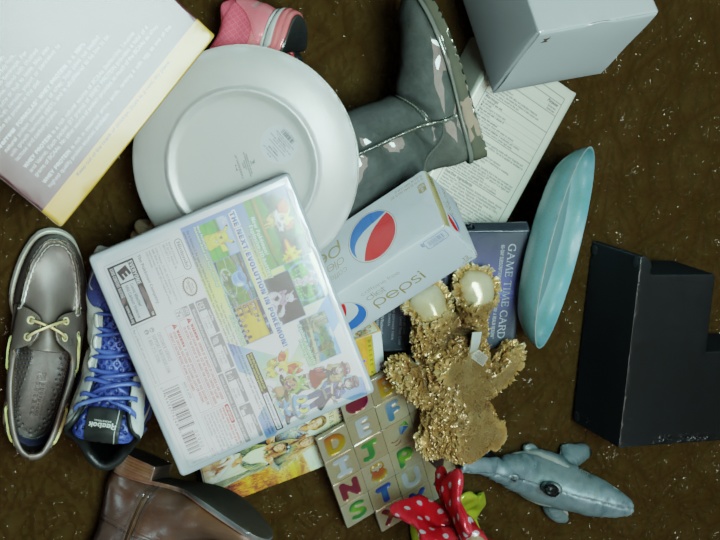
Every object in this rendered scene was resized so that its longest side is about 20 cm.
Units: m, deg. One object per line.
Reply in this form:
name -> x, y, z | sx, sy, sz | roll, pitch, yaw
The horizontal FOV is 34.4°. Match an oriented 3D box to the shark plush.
shark plush -> 0.195, 0.215, 1.232 | 0.198, 0.083, 0.092 | 30, 91, -24

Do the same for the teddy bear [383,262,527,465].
teddy bear -> 0.089, 0.086, 1.109 | 0.144, 0.067, 0.202 | -36, 124, -16

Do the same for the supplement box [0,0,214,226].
supplement box -> -0.264, -0.185, 0.935 | 0.200, 0.133, 0.198 | 40, 86, -24

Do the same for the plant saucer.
plant saucer -> 0.190, -0.025, 1.141 | 0.027, 0.200, 0.203 | 16, 98, 18

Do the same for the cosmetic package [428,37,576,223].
cosmetic package -> 0.110, -0.111, 1.128 | 0.103, 0.073, 0.202 | 29, 91, -24

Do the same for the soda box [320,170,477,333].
soda box -> 0.000, 0.000, 1.033 | 0.199, 0.069, 0.064 | -32, 141, 17

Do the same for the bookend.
bookend -> 0.344, 0.076, 1.252 | 0.196, 0.092, 0.204 | -1, 101, -22

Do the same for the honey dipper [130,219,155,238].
honey dipper -> -0.162, -0.084, 1.024 | 0.037, 0.038, 0.202 | 17, 110, -23

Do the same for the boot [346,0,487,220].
boot -> -0.001, -0.138, 1.036 | 0.197, 0.073, 0.184 | -20, 98, 0

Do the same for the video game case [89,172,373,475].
video game case -> -0.106, 0.046, 0.978 | 0.180, 0.022, 0.203 | -23, 99, -5

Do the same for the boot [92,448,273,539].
boot -> -0.185, 0.290, 1.072 | 0.064, 0.184, 0.203 | 16, 95, -61

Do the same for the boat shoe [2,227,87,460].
boat shoe -> -0.279, 0.066, 1.028 | 0.071, 0.059, 0.203 | 8, 99, -22

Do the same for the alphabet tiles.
alphabet tiles -> 0.041, 0.175, 1.172 | 0.165, 0.006, 0.202 | -27, 128, -14

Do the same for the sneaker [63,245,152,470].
sneaker -> -0.208, 0.090, 1.011 | 0.079, 0.115, 0.203 | 7, 110, -7

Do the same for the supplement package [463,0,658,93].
supplement package -> 0.158, -0.282, 1.038 | 0.119, 0.120, 0.203 | -12, 77, -18

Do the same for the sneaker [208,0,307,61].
sneaker -> -0.116, -0.149, 1.047 | 0.086, 0.074, 0.203 | 26, 106, 13

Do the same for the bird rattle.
bird rattle -> 0.118, 0.276, 1.159 | 0.112, 0.201, 0.163 | -38, 73, -13

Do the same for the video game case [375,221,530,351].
video game case -> 0.057, 0.018, 1.112 | 0.196, 0.019, 0.145 | -2, 127, -5

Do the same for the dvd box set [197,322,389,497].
dvd box set -> -0.068, 0.138, 1.119 | 0.197, 0.029, 0.148 | -18, 128, -17

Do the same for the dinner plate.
dinner plate -> -0.099, -0.089, 0.990 | 0.196, 0.024, 0.204 | 1, 106, 2
